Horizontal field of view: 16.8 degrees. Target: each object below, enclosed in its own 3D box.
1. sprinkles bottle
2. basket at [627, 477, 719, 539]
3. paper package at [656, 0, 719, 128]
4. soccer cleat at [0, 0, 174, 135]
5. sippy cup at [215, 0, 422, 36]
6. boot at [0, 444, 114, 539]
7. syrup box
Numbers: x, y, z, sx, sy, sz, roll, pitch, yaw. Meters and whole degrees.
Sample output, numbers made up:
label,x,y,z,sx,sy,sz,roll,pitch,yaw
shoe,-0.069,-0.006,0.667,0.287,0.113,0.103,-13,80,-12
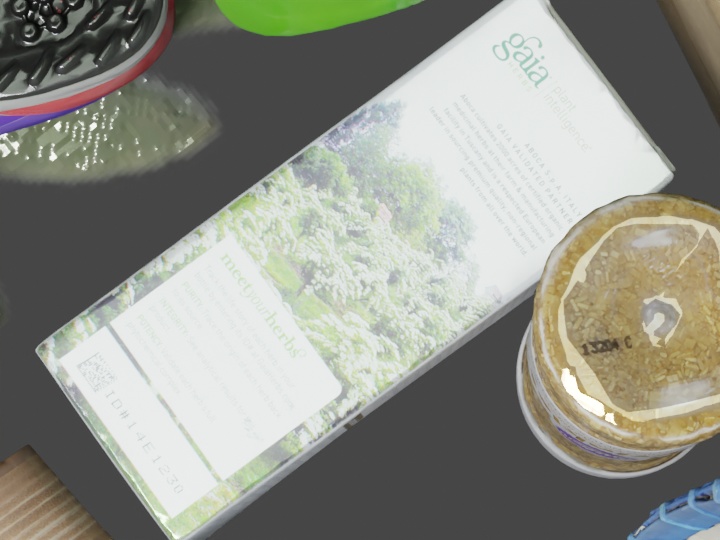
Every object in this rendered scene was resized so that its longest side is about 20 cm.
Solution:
label,x,y,z,sx,sy,sz,roll,pitch,yaw
sprinkles bottle,0.082,0.024,0.731,0.068,0.200,0.069,0,82,3
basket,0.091,0.132,0.731,0.199,0.176,0.140,14,75,-5
paper package,0.185,-0.147,0.798,0.199,0.103,0.191,-26,81,0
soccer cleat,-0.157,-0.059,0.815,0.199,0.073,0.068,-19,81,0
sippy cup,-0.017,-0.161,0.796,0.130,0.178,0.140,-1,108,9
boot,-0.130,0.168,0.729,0.200,0.077,0.155,-35,89,-18
syrup box,0.000,0.000,0.797,0.200,0.081,0.079,-37,85,-3
